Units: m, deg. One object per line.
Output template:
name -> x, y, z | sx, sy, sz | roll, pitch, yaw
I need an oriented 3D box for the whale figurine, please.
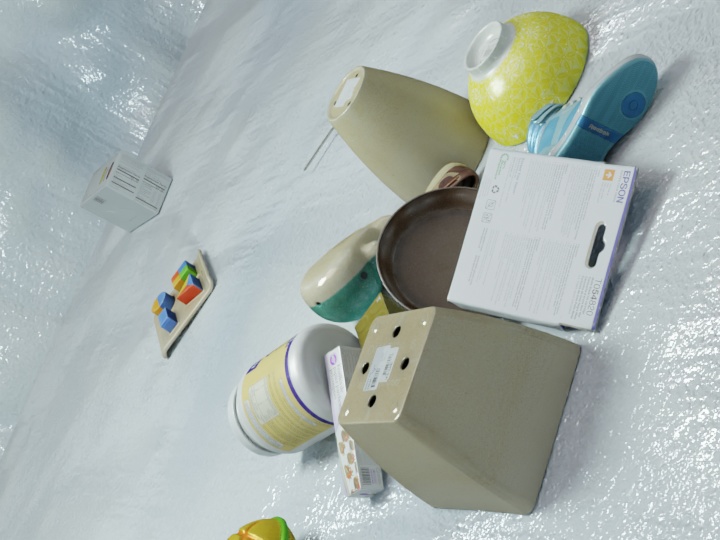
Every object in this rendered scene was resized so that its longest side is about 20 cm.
whale figurine -> 0.000, 0.000, 1.823 | 0.159, 0.104, 0.200 | -28, 16, 50

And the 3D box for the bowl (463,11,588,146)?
bowl -> 0.209, -0.286, 1.678 | 0.200, 0.107, 0.201 | -45, 28, 32

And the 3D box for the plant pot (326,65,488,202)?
plant pot -> 0.056, -0.213, 1.786 | 0.187, 0.200, 0.188 | -45, 28, 32

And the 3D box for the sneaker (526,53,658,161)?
sneaker -> 0.274, -0.198, 1.491 | 0.200, 0.079, 0.131 | -52, 27, 17

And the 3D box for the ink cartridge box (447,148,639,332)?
ink cartridge box -> 0.216, -0.035, 1.405 | 0.200, 0.041, 0.200 | 13, 82, 37

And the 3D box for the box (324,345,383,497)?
box -> -0.009, 0.199, 1.588 | 0.039, 0.041, 0.201 | -37, 54, 44

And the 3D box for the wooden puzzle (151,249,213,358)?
wooden puzzle -> -0.385, 0.063, 2.541 | 0.200, 0.046, 0.185 | -57, 25, 10

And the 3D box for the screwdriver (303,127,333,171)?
screwdriver -> -0.050, -0.270, 2.269 | 0.200, 0.028, 0.029 | -56, -6, 14

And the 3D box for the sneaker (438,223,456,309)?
sneaker -> 0.110, 0.016, 1.581 | 0.086, 0.080, 0.201 | -38, 32, 44

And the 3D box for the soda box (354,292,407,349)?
soda box -> 0.050, 0.116, 1.608 | 0.068, 0.064, 0.200 | -53, 25, 18

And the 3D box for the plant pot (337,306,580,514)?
plant pot -> 0.095, 0.143, 1.353 | 0.200, 0.177, 0.200 | -13, 52, 58

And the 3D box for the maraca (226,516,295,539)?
maraca -> -0.154, 0.420, 1.626 | 0.200, 0.107, 0.137 | -55, 17, 14

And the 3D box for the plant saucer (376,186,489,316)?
plant saucer -> 0.120, -0.016, 1.519 | 0.032, 0.199, 0.201 | 81, -160, -58

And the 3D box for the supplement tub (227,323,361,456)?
supplement tub -> -0.086, 0.175, 1.712 | 0.200, 0.145, 0.146 | -35, 35, 43

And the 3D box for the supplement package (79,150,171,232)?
supplement package -> -0.613, -0.203, 3.142 | 0.200, 0.155, 0.111 | -23, 44, 55

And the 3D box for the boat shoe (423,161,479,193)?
boat shoe -> 0.101, -0.061, 1.695 | 0.200, 0.072, 0.072 | -53, 23, 2
